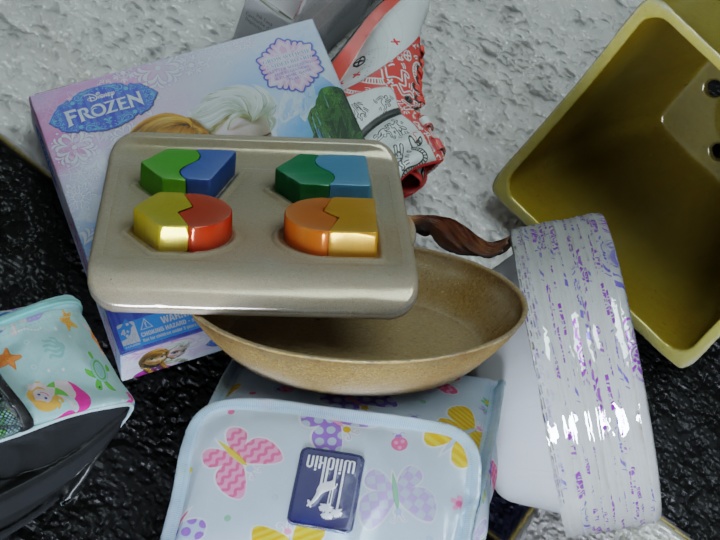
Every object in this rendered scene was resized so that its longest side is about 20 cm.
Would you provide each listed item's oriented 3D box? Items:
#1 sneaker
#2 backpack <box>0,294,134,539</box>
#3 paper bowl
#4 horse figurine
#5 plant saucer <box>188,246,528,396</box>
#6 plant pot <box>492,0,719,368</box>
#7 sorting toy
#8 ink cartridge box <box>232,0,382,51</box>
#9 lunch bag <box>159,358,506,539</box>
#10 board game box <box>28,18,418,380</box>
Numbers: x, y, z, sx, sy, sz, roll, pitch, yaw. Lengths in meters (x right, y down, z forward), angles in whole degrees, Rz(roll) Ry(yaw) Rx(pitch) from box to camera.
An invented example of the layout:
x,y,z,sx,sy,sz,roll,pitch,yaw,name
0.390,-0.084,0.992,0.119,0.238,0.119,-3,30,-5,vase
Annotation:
x,y,z,sx,sy,sz,roll,pitch,yaw,name
0.023,-0.119,1.389,0.108,0.067,0.201,38,51,1,sneaker
-0.229,0.085,1.033,0.200,0.178,0.151,-17,71,-40,backpack
0.123,0.070,1.227,0.104,0.201,0.201,-12,57,5,paper bowl
0.000,0.000,1.291,0.200,0.050,0.133,-18,52,-26,horse figurine
-0.004,0.030,1.121,0.200,0.035,0.200,3,19,-1,plant saucer
0.256,-0.086,1.413,0.194,0.196,0.200,44,32,8,plant pot
-0.063,-0.036,1.148,0.185,0.037,0.200,2,28,-4,sorting toy
-0.010,-0.228,1.375,0.045,0.176,0.200,35,47,8,ink cartridge box
-0.011,0.127,1.081,0.169,0.127,0.200,10,24,8,lunch bag
-0.090,-0.050,1.248,0.200,0.041,0.200,-18,65,-13,board game box
